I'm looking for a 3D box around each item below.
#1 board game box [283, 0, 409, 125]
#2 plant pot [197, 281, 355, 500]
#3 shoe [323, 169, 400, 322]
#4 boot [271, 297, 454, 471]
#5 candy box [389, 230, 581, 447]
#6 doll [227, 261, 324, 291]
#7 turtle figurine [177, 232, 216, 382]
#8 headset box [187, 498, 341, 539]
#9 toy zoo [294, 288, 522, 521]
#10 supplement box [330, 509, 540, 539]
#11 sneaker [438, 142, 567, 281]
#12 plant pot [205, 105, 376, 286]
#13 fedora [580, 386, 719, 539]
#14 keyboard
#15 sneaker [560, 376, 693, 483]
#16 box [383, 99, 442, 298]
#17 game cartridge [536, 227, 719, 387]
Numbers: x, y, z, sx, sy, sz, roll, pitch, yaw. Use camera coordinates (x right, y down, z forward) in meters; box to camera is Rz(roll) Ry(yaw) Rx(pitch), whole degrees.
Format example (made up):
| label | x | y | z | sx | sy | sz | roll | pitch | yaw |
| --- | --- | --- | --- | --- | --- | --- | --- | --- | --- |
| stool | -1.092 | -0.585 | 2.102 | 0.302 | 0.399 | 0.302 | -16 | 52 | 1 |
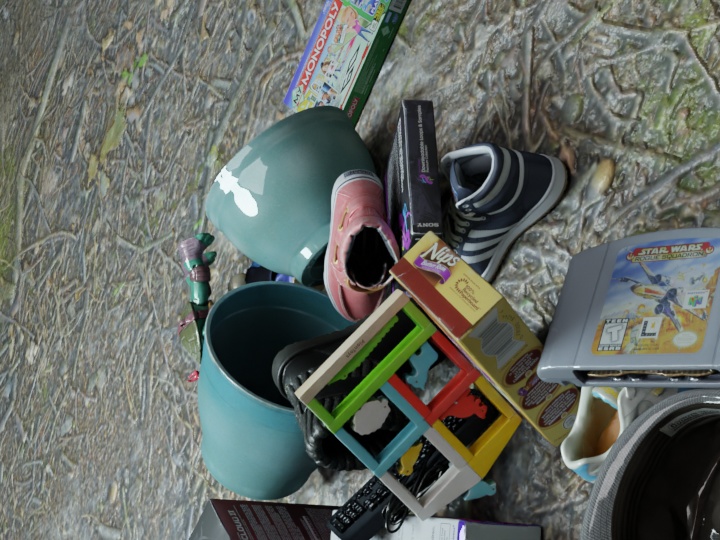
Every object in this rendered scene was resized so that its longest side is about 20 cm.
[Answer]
| label | x | y | z | sx | sy | sz | roll | pitch | yaw |
| --- | --- | --- | --- | --- | --- | --- | --- | --- | --- |
| board game box | -0.019 | -0.273 | 1.420 | 0.135 | 0.029 | 0.201 | 43 | 114 | 48 |
| plant pot | -0.096 | 0.147 | 1.282 | 0.200 | 0.199 | 0.188 | 62 | 143 | 40 |
| shoe | 0.000 | 0.000 | 1.193 | 0.091 | 0.071 | 0.201 | -100 | 8 | -48 |
| boot | 0.027 | 0.111 | 1.110 | 0.158 | 0.210 | 0.080 | -135 | 27 | -60 |
| candy box | 0.118 | 0.063 | 1.007 | 0.056 | 0.200 | 0.117 | -44 | 42 | 1 |
| doll | -0.110 | 0.024 | 1.438 | 0.200 | 0.048 | 0.137 | 2 | 92 | 59 |
| turtle figurine | -0.181 | 0.062 | 1.436 | 0.150 | 0.100 | 0.201 | -49 | 55 | 57 |
| headset box | -0.113 | 0.328 | 1.234 | 0.149 | 0.199 | 0.075 | -62 | 40 | 19 |
| toy zoo | 0.055 | 0.132 | 1.021 | 0.131 | 0.200 | 0.020 | -45 | 17 | -4 |
| supplement box | 0.066 | 0.286 | 1.094 | 0.200 | 0.101 | 0.104 | -12 | 71 | 50 |
| sneaker | 0.103 | -0.048 | 1.131 | 0.200 | 0.108 | 0.070 | -50 | 45 | 31 |
| plant pot | -0.055 | -0.068 | 1.298 | 0.134 | 0.200 | 0.200 | 52 | 124 | 18 |
| fedora | 0.267 | 0.189 | 0.865 | 0.177 | 0.090 | 0.201 | 14 | 81 | 50 |
| keyboard | 0.048 | 0.181 | 1.096 | 0.200 | 0.040 | 0.104 | -43 | 20 | -12 |
| sneaker | 0.237 | 0.089 | 0.941 | 0.076 | 0.081 | 0.201 | 33 | 101 | 52 |
| box | 0.052 | -0.067 | 1.179 | 0.200 | 0.036 | 0.144 | 98 | 169 | -70 |
| game cartridge | 0.242 | 0.029 | 0.906 | 0.200 | 0.042 | 0.134 | -5 | 56 | 42 |
